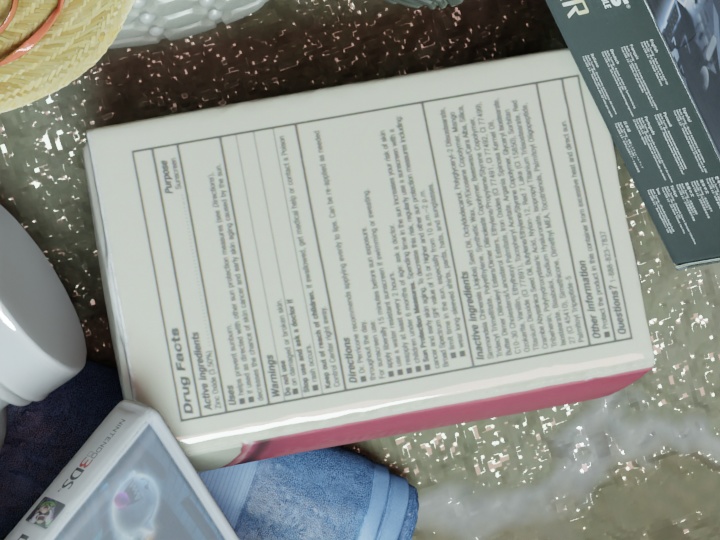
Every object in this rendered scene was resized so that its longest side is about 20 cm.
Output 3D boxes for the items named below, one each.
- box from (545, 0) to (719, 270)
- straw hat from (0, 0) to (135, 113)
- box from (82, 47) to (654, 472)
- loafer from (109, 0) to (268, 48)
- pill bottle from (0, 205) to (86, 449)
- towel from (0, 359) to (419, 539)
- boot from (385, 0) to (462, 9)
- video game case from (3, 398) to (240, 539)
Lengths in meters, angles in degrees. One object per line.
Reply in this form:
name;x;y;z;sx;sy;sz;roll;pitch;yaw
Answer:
box;0.131;-0.127;1.051;0.043;0.160;0.201;-11;114;41
straw hat;-0.165;-0.162;1.017;0.200;0.085;0.202;1;118;1
box;0.000;0.000;1.064;0.199;0.109;0.129;-10;82;-6
loafer;-0.043;-0.143;1.063;0.199;0.070;0.070;-20;72;1
pill bottle;-0.208;0.056;1.050;0.199;0.109;0.109;-33;109;11
towel;-0.081;0.106;1.133;0.199;0.049;0.112;20;101;-14
boot;0.022;-0.199;0.971;0.073;0.181;0.201;42;75;-41
video game case;-0.092;0.178;0.990;0.182;0.023;0.200;-51;133;-26
